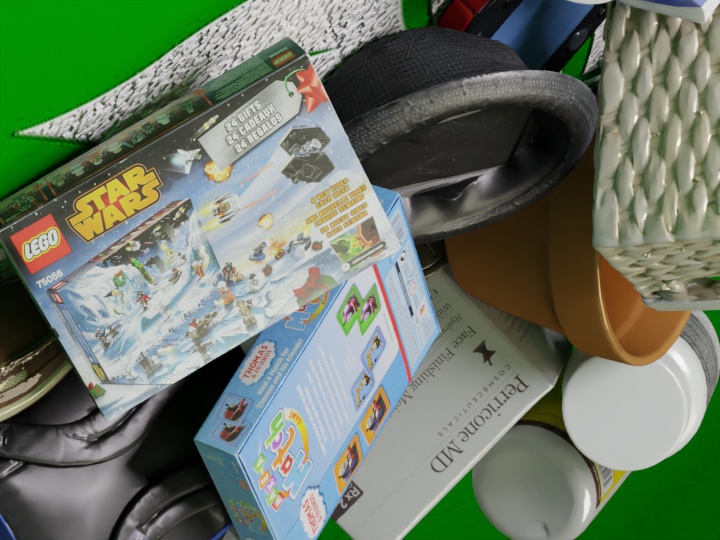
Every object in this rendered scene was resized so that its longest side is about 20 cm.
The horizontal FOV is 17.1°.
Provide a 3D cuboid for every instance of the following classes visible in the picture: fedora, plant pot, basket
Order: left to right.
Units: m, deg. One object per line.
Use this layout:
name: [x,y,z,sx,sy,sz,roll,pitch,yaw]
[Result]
fedora: [0.046,-0.097,1.521,0.200,0.092,0.201,-17,152,-9]
plant pot: [0.150,-0.040,1.708,0.200,0.140,0.201,-23,117,-57]
basket: [0.229,-0.087,1.550,0.135,0.201,0.123,-6,159,32]

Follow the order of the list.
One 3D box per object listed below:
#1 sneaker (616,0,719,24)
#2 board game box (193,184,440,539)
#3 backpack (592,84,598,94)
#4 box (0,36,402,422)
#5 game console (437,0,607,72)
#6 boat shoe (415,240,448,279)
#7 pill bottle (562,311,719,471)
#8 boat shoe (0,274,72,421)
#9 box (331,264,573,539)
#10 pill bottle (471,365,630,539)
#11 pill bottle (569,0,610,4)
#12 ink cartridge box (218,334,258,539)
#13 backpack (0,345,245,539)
sneaker: [0.206,-0.263,1.492,0.115,0.080,0.200,72,36,-57]
board game box: [-0.022,0.068,1.469,0.200,0.036,0.151,-59,152,-27]
backpack: [0.195,-0.056,1.876,0.200,0.151,0.177,-42,173,17]
box: [-0.092,-0.023,1.353,0.200,0.040,0.137,-30,118,-7]
game console: [0.139,-0.196,1.621,0.177,0.031,0.200,-45,162,9]
boat shoe: [0.000,0.000,1.737,0.200,0.072,0.068,-35,175,-19]
pill bottle: [0.218,0.086,1.870,0.113,0.113,0.200,-47,177,16]
boat shoe: [-0.234,0.054,1.357,0.202,0.075,0.075,-36,155,-17]
box: [0.049,0.095,1.866,0.199,0.131,0.200,-46,178,12]
pill bottle: [0.178,0.142,2.011,0.109,0.109,0.200,-55,171,34]
pill bottle: [0.159,-0.258,1.389,0.114,0.114,0.200,-24,155,-43]
ink cartridge box: [-0.092,0.110,1.656,0.085,0.146,0.200,-24,154,-44]
backpack: [-0.164,0.110,1.491,0.200,0.163,0.168,-36,-162,-28]
